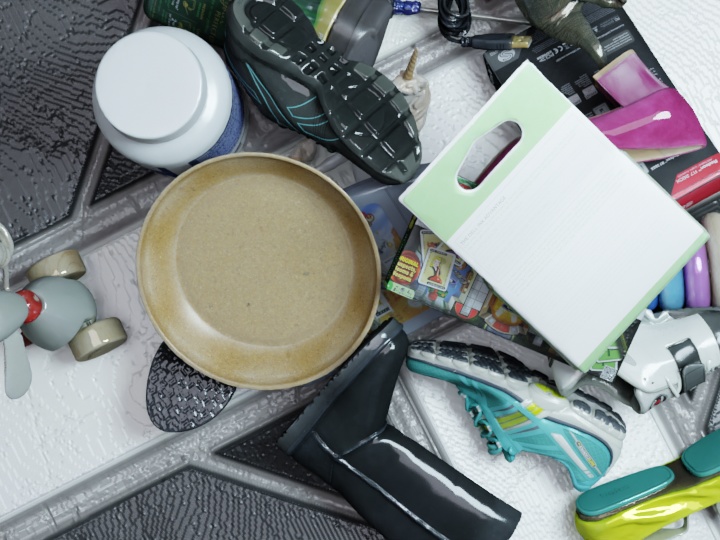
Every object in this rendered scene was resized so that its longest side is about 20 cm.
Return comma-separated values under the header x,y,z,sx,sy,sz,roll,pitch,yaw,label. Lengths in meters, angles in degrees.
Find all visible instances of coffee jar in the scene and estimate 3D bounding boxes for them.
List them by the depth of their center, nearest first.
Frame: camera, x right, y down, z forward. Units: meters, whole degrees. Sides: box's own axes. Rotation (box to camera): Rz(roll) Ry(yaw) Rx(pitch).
x,y,z,sx,sy,sz,roll,pitch,yaw,label
-0.076,-0.221,1.286,0.200,0.104,0.085,27,45,3,coffee jar

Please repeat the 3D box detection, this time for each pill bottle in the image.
x,y,z,sx,sy,sz,roll,pitch,yaw,label
-0.155,-0.136,1.238,0.111,0.200,0.111,0,88,2,pill bottle

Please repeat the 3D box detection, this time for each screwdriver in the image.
x,y,z,sx,sy,sz,roll,pitch,yaw,label
0.068,-0.227,1.317,0.200,0.028,0.029,3,117,6,screwdriver

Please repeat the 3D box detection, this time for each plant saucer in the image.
x,y,z,sx,sy,sz,roll,pitch,yaw,label
-0.080,-0.002,1.236,0.200,0.035,0.201,2,108,7,plant saucer

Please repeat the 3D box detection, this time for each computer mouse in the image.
x,y,z,sx,sy,sz,roll,pitch,yaw,label
0.154,-0.252,1.275,0.200,0.046,0.141,2,71,13,computer mouse

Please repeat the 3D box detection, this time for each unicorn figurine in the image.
x,y,z,sx,sy,sz,roll,pitch,yaw,label
0.009,-0.086,1.294,0.137,0.074,0.200,-17,113,5,unicorn figurine

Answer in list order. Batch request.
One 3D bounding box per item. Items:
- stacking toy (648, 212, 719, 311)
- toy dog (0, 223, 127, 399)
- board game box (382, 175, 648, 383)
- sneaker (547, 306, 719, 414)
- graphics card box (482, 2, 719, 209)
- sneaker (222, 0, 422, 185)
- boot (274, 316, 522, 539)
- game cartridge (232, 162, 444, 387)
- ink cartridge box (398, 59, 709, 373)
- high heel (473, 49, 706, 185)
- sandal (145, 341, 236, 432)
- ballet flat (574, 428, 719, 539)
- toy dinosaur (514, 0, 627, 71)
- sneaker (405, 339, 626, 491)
x,y,z,sx,sy,sz,roll,pitch,yaw,label
0.210,0.005,1.283,0.200,0.085,0.086,-7,88,7,stacking toy
-0.284,0.042,1.260,0.096,0.200,0.132,-33,61,17,toy dog
0.129,0.004,1.198,0.200,0.023,0.105,22,94,-8,board game box
0.253,0.078,1.258,0.200,0.074,0.089,0,66,4,sneaker
0.202,-0.125,1.270,0.125,0.051,0.200,-29,69,1,graphics card box
-0.033,-0.140,1.230,0.200,0.079,0.075,45,56,3,sneaker
0.051,0.154,1.261,0.200,0.066,0.165,41,122,1,boot
0.000,0.000,1.272,0.200,0.042,0.133,-29,112,14,game cartridge
0.144,-0.041,1.156,0.200,0.048,0.146,42,93,-10,ink cartridge box
0.171,-0.077,1.205,0.200,0.067,0.096,-39,76,4,high heel
-0.129,0.047,1.315,0.075,0.045,0.200,17,74,-3,sandal
0.277,0.186,1.285,0.200,0.067,0.067,-24,108,4,ballet flat
0.157,-0.246,1.230,0.102,0.077,0.200,-14,107,22,toy dinosaur
0.124,0.119,1.285,0.200,0.078,0.080,28,101,5,sneaker
